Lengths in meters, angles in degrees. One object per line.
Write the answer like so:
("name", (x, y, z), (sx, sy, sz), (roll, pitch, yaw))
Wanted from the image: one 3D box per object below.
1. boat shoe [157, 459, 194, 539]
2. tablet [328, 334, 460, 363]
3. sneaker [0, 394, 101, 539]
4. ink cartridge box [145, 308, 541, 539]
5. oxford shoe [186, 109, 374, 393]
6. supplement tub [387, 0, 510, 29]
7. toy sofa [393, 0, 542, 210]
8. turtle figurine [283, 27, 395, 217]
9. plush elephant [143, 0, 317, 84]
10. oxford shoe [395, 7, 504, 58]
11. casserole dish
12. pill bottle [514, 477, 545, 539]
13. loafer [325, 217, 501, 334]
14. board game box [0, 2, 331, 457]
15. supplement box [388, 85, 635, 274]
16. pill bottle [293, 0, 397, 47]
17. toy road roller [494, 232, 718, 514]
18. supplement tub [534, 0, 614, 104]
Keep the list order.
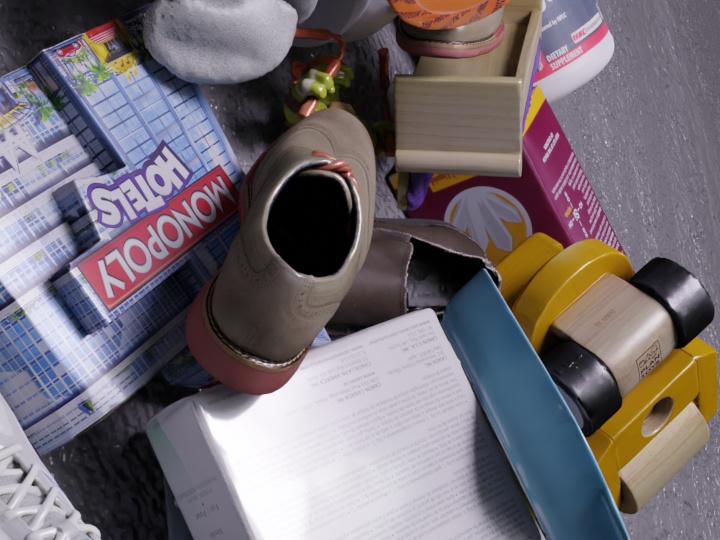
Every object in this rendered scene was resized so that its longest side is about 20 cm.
("boat shoe", (-0.082, 0.161, 0.622), (0.062, 0.073, 0.200), (9, 63, -8))
("tablet", (0.030, 0.068, 0.785), (0.130, 0.014, 0.200), (34, 16, 9))
("sneaker", (-0.129, 0.112, 0.528), (0.075, 0.087, 0.200), (-29, 96, -58))
("ink cartridge box", (0.011, 0.131, 0.622), (0.161, 0.050, 0.200), (-18, 80, -42))
("oxford shoe", (-0.018, -0.028, 0.621), (0.070, 0.075, 0.200), (30, 36, -12))
("supplement tub", (0.026, -0.246, 0.774), (0.122, 0.122, 0.200), (22, 38, -52))
("toy sofa", (0.078, -0.120, 0.898), (0.200, 0.083, 0.098), (-69, 160, -59))
("turtle figurine", (-0.020, -0.073, 0.837), (0.200, 0.064, 0.162), (16, 68, -72))
("plush elephant", (-0.068, -0.189, 0.665), (0.155, 0.200, 0.165), (-16, 124, -31))
("oxford shoe", (0.064, -0.196, 0.856), (0.200, 0.070, 0.075), (-70, 165, -57))
("casserole dish", (0.090, 0.083, 0.704), (0.121, 0.039, 0.200), (63, 1, -35))
("pill bottle", (0.068, 0.166, 0.790), (0.200, 0.114, 0.114), (0, 72, -58))
("loafer", (0.000, 0.000, 0.758), (0.200, 0.071, 0.073), (-8, 103, -34))
("board game box", (-0.109, -0.009, 0.633), (0.200, 0.062, 0.200), (54, 32, -8))
("supplement box", (0.123, -0.022, 0.998), (0.200, 0.110, 0.086), (60, 32, -16))
("pill bottle", (-0.006, -0.223, 0.909), (0.111, 0.111, 0.200), (61, 30, -14))
("toy road roller", (0.154, 0.062, 0.908), (0.123, 0.146, 0.200), (-40, 139, -16))
("supplement tub", (0.106, -0.233, 1.069), (0.200, 0.140, 0.140), (61, 31, -14))
